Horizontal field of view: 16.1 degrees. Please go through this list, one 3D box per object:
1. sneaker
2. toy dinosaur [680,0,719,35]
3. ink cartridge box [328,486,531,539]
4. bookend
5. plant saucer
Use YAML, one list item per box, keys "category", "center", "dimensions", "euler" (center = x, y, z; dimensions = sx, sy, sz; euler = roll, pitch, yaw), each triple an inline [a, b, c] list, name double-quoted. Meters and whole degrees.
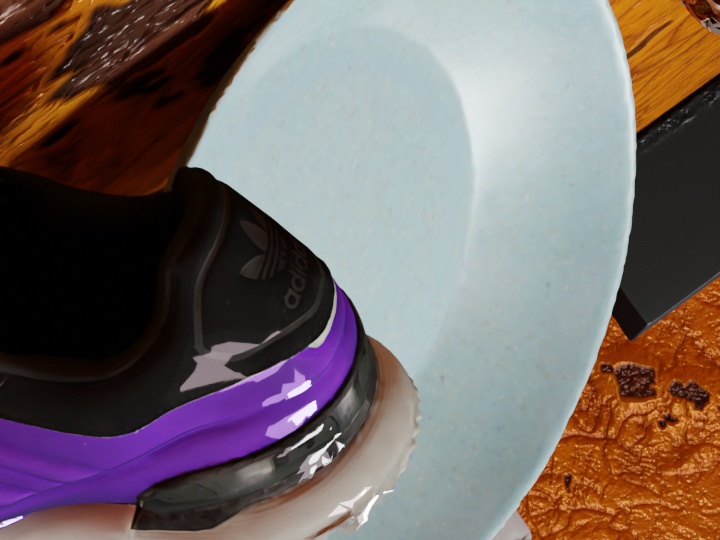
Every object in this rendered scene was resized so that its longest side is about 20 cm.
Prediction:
- category: "sneaker"
  center: [-0.095, 0.020, 0.539]
  dimensions: [0.199, 0.100, 0.070]
  euler: [-14, -135, 20]
- category: "toy dinosaur"
  center: [0.215, -0.114, 0.889]
  dimensions: [0.198, 0.137, 0.102]
  euler: [5, -168, 1]
- category: "ink cartridge box"
  center: [-0.082, 0.092, 0.773]
  dimensions: [0.200, 0.146, 0.144]
  euler: [-41, 172, 38]
- category: "bookend"
  center: [0.239, -0.006, 1.599]
  dimensions: [0.198, 0.200, 0.092]
  euler: [-36, 174, -8]
- category: "plant saucer"
  center: [0.000, 0.000, 0.667]
  dimensions: [0.200, 0.039, 0.202]
  euler: [-26, 126, -42]
